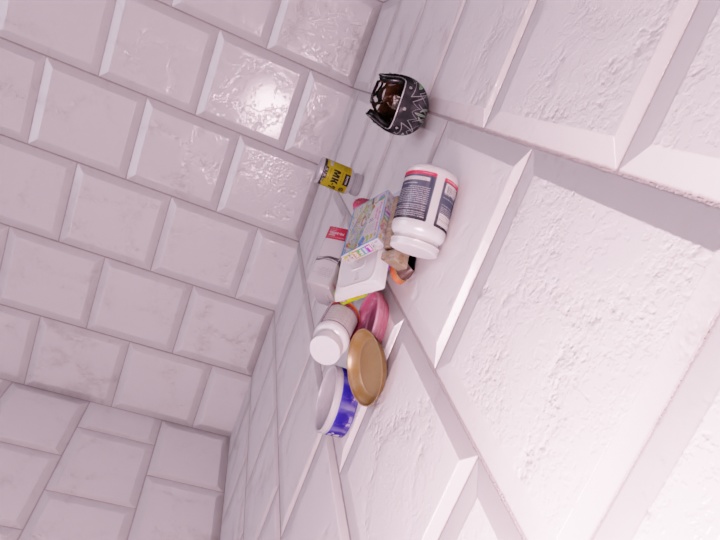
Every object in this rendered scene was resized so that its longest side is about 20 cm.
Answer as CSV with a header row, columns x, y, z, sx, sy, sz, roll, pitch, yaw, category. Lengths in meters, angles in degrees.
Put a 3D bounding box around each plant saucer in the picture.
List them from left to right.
x,y,z,sx,sy,sz,roll,pitch,yaw,category
0.022,0.260,1.558,0.199,0.035,0.207,-5,84,62,plant saucer
0.032,0.158,1.698,0.200,0.050,0.206,-162,89,-75,plant saucer

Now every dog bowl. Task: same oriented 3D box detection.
x,y,z,sx,sy,sz,roll,pitch,yaw,category
-0.073,0.396,1.755,0.200,0.077,0.206,-162,89,-76,dog bowl

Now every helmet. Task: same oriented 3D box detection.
x,y,z,sx,sy,sz,roll,pitch,yaw,category
0.129,-0.531,1.865,0.200,0.188,0.203,-46,-27,-32,helmet

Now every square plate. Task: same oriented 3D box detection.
x,y,z,sx,sy,sz,roll,pitch,yaw,category
0.005,-0.025,1.603,0.197,0.028,0.203,-18,52,43,square plate

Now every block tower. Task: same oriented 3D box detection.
x,y,z,sx,sy,sz,roll,pitch,yaw,category
0.104,-0.105,1.513,0.053,0.057,0.205,-11,57,46,block tower

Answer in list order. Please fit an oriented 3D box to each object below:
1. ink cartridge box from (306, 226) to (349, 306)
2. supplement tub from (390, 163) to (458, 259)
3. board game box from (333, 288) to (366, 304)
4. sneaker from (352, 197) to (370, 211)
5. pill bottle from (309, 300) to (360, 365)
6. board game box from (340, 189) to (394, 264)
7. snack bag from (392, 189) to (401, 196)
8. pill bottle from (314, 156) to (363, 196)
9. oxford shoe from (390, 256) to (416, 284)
x,y,z,sx,sy,sz,roll,pitch,yaw,category
-0.079,-0.007,1.780,0.146,0.081,0.204,67,-140,-57,ink cartridge box
0.155,-0.145,1.421,0.140,0.137,0.206,169,118,-73,supplement tub
0.000,0.000,1.704,0.100,0.048,0.203,-22,33,41,board game box
0.045,-0.178,1.832,0.080,0.198,0.077,27,102,36,sneaker
-0.074,0.175,1.655,0.111,0.108,0.201,-63,-1,29,pill bottle
0.022,-0.122,1.601,0.133,0.034,0.203,-25,35,35,board game box
0.081,-0.132,1.627,0.197,0.021,0.193,-20,52,43,snack bag
-0.093,-0.402,2.508,0.114,0.195,0.117,-162,91,-75,pill bottle
0.127,-0.059,1.597,0.072,0.070,0.204,-32,43,38,oxford shoe
